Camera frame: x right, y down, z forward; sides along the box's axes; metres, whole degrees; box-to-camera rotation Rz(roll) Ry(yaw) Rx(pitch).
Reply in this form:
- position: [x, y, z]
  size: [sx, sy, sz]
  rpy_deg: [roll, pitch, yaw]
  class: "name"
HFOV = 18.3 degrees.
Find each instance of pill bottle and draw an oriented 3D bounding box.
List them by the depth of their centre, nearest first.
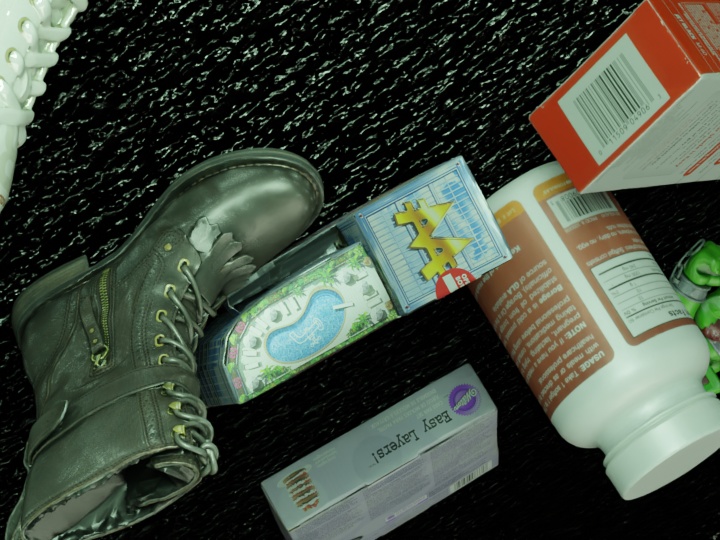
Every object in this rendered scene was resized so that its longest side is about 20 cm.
- position: [0.150, 0.039, 1.418]
  size: [0.111, 0.201, 0.112]
  rpy_deg: [-27, 162, -10]
  class: "pill bottle"

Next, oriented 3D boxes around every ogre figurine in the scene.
- position: [0.274, 0.050, 1.821]
  size: [0.120, 0.098, 0.200]
  rpy_deg: [-44, 173, 2]
  class: "ogre figurine"

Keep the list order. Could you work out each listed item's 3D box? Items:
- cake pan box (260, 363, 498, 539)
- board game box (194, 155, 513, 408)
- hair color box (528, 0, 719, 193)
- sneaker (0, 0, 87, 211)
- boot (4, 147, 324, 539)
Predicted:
- position: [0.023, 0.161, 1.777]
  size: [0.199, 0.053, 0.184]
  rpy_deg: [-30, 164, -5]
  class: "cake pan box"
- position: [0.000, 0.000, 1.197]
  size: [0.199, 0.062, 0.200]
  rpy_deg: [-29, -179, -13]
  class: "board game box"
- position: [0.205, -0.108, 1.349]
  size: [0.199, 0.064, 0.111]
  rpy_deg: [-6, 148, -51]
  class: "hair color box"
- position: [-0.139, -0.067, 0.834]
  size: [0.200, 0.085, 0.073]
  rpy_deg: [-46, 163, 0]
  class: "sneaker"
- position: [-0.090, 0.043, 1.082]
  size: [0.199, 0.175, 0.069]
  rpy_deg: [-33, 125, 10]
  class: "boot"
